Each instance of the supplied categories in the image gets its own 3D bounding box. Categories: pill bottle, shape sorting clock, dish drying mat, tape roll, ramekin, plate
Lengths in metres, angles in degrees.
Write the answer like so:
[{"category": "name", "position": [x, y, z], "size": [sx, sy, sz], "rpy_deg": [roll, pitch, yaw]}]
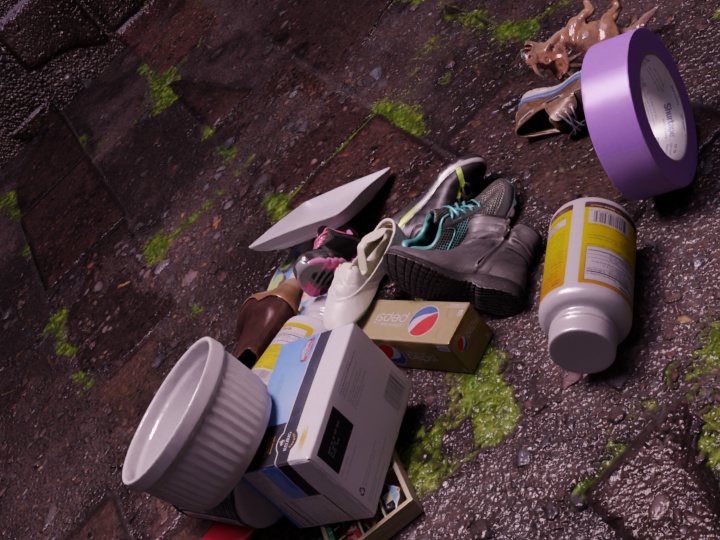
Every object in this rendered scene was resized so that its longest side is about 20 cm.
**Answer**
[{"category": "pill bottle", "position": [-0.082, 0.135, 1.589], "size": [0.110, 0.112, 0.201], "rpy_deg": [-3, 42, 46]}, {"category": "shape sorting clock", "position": [-0.079, 0.007, 1.815], "size": [0.198, 0.039, 0.202], "rpy_deg": [-29, 34, 22]}, {"category": "dish drying mat", "position": [-0.149, 0.324, 1.537], "size": [0.201, 0.018, 0.076], "rpy_deg": [-50, 33, -12]}, {"category": "tape roll", "position": [0.348, -0.193, 1.416], "size": [0.065, 0.200, 0.202], "rpy_deg": [-15, 40, 35]}, {"category": "pill bottle", "position": [-0.190, 0.278, 1.518], "size": [0.198, 0.106, 0.107], "rpy_deg": [-2, 49, 44]}, {"category": "pill bottle", "position": [0.267, 0.018, 1.343], "size": [0.108, 0.109, 0.202], "rpy_deg": [-19, 39, 33]}, {"category": "ramekin", "position": [-0.192, 0.193, 1.380], "size": [0.201, 0.104, 0.201], "rpy_deg": [-49, 19, 24]}, {"category": "plate", "position": [-0.059, -0.092, 1.867], "size": [0.197, 0.033, 0.200], "rpy_deg": [-20, 15, 34]}]

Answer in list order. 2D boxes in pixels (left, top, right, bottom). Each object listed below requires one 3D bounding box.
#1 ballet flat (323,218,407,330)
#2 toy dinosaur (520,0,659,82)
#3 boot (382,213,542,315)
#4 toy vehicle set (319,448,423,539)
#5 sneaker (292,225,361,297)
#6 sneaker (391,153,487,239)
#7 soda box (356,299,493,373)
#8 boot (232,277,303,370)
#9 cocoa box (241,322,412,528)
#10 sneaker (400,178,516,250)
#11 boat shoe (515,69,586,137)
[{"category": "ballet flat", "position": [0.000, 0.000, 1.592], "size": [0.069, 0.070, 0.201], "rpy_deg": [-5, 37, 45]}, {"category": "toy dinosaur", "position": [0.351, -0.338, 1.710], "size": [0.197, 0.086, 0.138], "rpy_deg": [-1, 59, 26]}, {"category": "boot", "position": [0.135, -0.022, 1.518], "size": [0.197, 0.070, 0.133], "rpy_deg": [18, 53, 4]}, {"category": "toy vehicle set", "position": [-0.004, 0.268, 1.430], "size": [0.124, 0.027, 0.201], "rpy_deg": [-40, 31, 6]}, {"category": "sneaker", "position": [-0.047, -0.022, 1.666], "size": [0.079, 0.199, 0.096], "rpy_deg": [-43, 72, 24]}, {"category": "sneaker", "position": [0.125, -0.081, 1.686], "size": [0.200, 0.072, 0.083], "rpy_deg": [-44, 55, 1]}, {"category": "soda box", "position": [0.076, 0.085, 1.523], "size": [0.198, 0.064, 0.068], "rpy_deg": [1, 52, 48]}, {"category": "boot", "position": [-0.167, 0.104, 1.697], "size": [0.200, 0.072, 0.167], "rpy_deg": [-43, 10, 48]}, {"category": "cocoa box", "position": [-0.043, 0.193, 1.408], "size": [0.130, 0.133, 0.202], "rpy_deg": [-18, 39, 38]}, {"category": "sneaker", "position": [0.137, -0.063, 1.605], "size": [0.200, 0.091, 0.077], "rpy_deg": [-47, 32, -7]}, {"category": "boat shoe", "position": [0.304, -0.230, 1.647], "size": [0.199, 0.072, 0.073], "rpy_deg": [-14, 45, 54]}]
